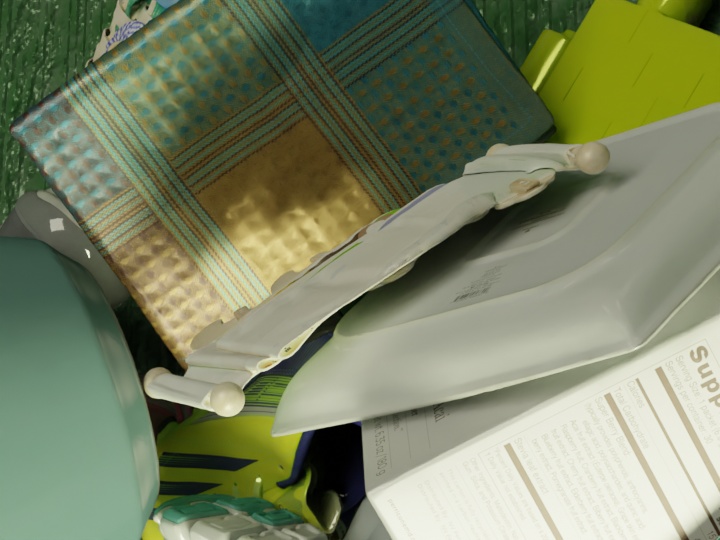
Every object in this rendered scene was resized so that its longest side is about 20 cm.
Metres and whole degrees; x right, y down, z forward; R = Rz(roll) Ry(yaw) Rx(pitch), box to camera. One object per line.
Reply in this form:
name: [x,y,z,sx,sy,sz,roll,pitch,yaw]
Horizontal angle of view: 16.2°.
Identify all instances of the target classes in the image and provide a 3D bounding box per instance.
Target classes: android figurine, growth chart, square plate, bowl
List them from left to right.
bowl: [-0.156,0.065,1.107,0.104,0.201,0.201,-18,50,-17]
growth chart: [0.000,0.000,1.035,0.199,0.018,0.145,-34,10,-6]
square plate: [0.078,-0.010,1.007,0.199,0.029,0.198,-17,18,44]
android figurine: [0.129,-0.048,1.136,0.182,0.041,0.201,25,83,40]

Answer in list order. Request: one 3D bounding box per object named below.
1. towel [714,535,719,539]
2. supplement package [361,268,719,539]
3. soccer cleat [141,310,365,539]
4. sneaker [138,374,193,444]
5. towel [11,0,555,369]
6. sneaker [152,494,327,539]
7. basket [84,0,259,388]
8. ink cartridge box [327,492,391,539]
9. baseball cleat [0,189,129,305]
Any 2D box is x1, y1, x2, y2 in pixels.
towel: [0.193,0.134,0.949,0.200,0.147,0.022,-41,21,14]
supplement package: [0.113,0.064,0.993,0.199,0.120,0.121,-28,18,8]
soccer cleat: [-0.043,0.092,1.156,0.200,0.064,0.084,-42,54,40]
sneaker: [-0.176,0.123,1.244,0.200,0.104,0.075,-49,52,10]
towel: [-0.033,-0.065,1.117,0.199,0.147,0.022,-34,19,2]
sneaker: [-0.013,0.169,1.082,0.199,0.077,0.092,24,108,37]
basket: [-0.062,-0.057,1.230,0.176,0.139,0.201,38,128,41]
ink cartridge box: [0.001,0.200,1.119,0.199,0.041,0.201,22,84,40]
baseball cleat: [-0.167,0.019,1.240,0.070,0.200,0.106,44,76,-2]
